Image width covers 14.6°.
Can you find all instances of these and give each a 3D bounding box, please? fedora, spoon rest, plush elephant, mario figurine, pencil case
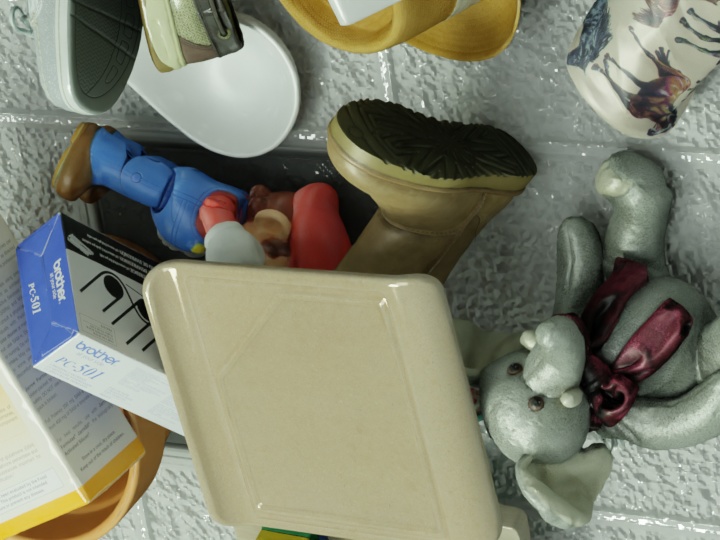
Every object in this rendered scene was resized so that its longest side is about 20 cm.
[{"bbox_3d":[0.000,-0.185,1.611,0.200,0.082,0.201,35,148,27],"label":"fedora"},{"bbox_3d":[-0.124,-0.142,1.759,0.199,0.061,0.100,32,127,14],"label":"spoon rest"},{"bbox_3d":[0.133,0.054,1.635,0.165,0.154,0.201,49,140,26],"label":"plush elephant"},{"bbox_3d":[-0.098,-0.018,1.768,0.199,0.124,0.106,23,129,11],"label":"mario figurine"},{"bbox_3d":[0.194,-0.159,1.548,0.089,0.078,0.200,26,130,-16],"label":"pencil case"}]

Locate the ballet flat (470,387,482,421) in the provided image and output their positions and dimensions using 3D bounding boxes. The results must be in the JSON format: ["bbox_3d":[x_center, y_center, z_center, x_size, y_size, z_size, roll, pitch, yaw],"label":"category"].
[{"bbox_3d":[-0.004,0.106,1.812,0.200,0.075,0.064,-31,81,35],"label":"ballet flat"}]

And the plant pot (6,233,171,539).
[{"bbox_3d":[-0.196,0.063,1.858,0.199,0.140,0.201,14,121,24],"label":"plant pot"}]

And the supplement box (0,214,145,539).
[{"bbox_3d":[-0.242,0.063,1.749,0.126,0.074,0.201,-24,101,37],"label":"supplement box"}]

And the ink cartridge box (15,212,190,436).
[{"bbox_3d":[-0.123,0.046,1.748,0.044,0.094,0.200,-34,139,26],"label":"ink cartridge box"}]

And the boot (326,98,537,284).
[{"bbox_3d":[0.000,0.000,1.674,0.200,0.175,0.066,-53,52,24],"label":"boot"}]

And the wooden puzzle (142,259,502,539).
[{"bbox_3d":[-0.020,0.077,1.660,0.199,0.037,0.186,2,120,31],"label":"wooden puzzle"}]

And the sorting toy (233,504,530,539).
[{"bbox_3d":[0.013,0.231,1.817,0.199,0.070,0.199,7,135,19],"label":"sorting toy"}]

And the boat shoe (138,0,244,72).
[{"bbox_3d":[-0.108,-0.215,1.668,0.064,0.073,0.201,-9,124,-3],"label":"boat shoe"}]

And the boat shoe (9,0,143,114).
[{"bbox_3d":[-0.180,-0.186,1.710,0.064,0.074,0.203,-15,71,30],"label":"boat shoe"}]

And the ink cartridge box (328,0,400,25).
[{"bbox_3d":[0.009,-0.254,1.466,0.146,0.083,0.201,-25,114,3],"label":"ink cartridge box"}]
